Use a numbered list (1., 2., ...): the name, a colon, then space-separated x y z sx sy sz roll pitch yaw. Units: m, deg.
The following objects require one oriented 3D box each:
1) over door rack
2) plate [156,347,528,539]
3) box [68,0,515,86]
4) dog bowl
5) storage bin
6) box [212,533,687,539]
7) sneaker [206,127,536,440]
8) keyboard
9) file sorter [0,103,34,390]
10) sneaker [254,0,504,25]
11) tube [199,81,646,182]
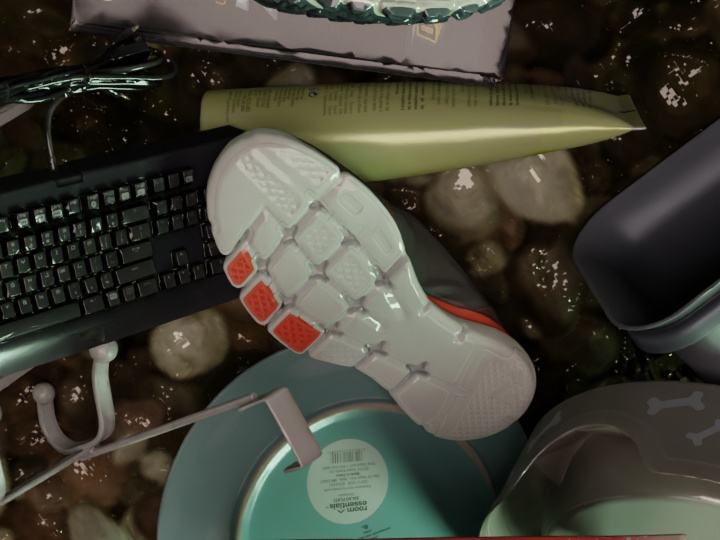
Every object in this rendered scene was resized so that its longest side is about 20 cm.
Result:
1. over door rack: -0.136 0.085 0.736 0.148 0.200 0.067 -32 108 -39
2. plate: 0.002 0.130 0.825 0.200 0.026 0.200 -1 92 -17
3. box: -0.021 -0.194 0.762 0.198 0.050 0.200 7 104 -4
4. dog bowl: 0.158 0.122 0.793 0.200 0.059 0.200 13 146 9
5. storage bin: 0.224 -0.003 0.778 0.200 0.146 0.134 -38 113 9
6. box: 0.031 0.164 0.704 0.200 0.095 0.100 1 72 -9
7. sneaker: 0.000 0.000 0.782 0.077 0.082 0.200 -35 123 14
8. keyboard: -0.120 -0.029 0.697 0.200 0.021 0.127 -19 104 -42
9. file sorter: -0.213 -0.039 0.742 0.139 0.125 0.200 -14 110 44
10. sneaker: -0.030 -0.152 0.711 0.200 0.078 0.086 10 95 -6
11. tube: 0.028 -0.064 0.787 0.200 0.058 0.052 -5 147 4
